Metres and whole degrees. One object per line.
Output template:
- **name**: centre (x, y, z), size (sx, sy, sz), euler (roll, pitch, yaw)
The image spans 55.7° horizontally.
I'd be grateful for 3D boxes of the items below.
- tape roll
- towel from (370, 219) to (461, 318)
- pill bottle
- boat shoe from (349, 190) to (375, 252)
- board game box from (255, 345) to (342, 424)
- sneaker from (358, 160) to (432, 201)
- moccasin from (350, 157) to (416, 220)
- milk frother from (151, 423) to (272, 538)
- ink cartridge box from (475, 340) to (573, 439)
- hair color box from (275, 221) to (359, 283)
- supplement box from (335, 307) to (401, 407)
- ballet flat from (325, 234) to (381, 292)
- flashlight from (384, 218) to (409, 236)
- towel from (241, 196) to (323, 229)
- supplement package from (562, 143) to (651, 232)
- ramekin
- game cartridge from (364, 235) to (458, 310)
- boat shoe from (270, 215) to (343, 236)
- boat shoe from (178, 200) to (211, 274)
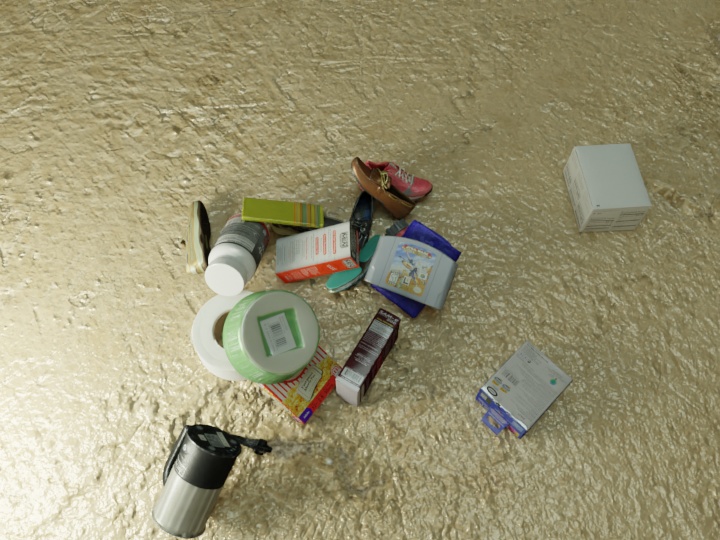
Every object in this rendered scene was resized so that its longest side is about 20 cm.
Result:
- **tape roll**: centre (-0.286, 0.149, 1.576), size (0.200, 0.071, 0.204), euler (1, 62, -1)
- **towel**: centre (0.128, -0.005, 1.633), size (0.147, 0.050, 0.201), euler (36, 94, 21)
- **pill bottle**: centre (-0.293, -0.038, 1.616), size (0.115, 0.117, 0.201), euler (10, 39, 4)
- **boat shoe**: centre (0.000, -0.118, 1.729), size (0.069, 0.066, 0.201), euler (14, 62, 7)
- **board game box**: centre (-0.154, 0.216, 1.510), size (0.200, 0.046, 0.152), euler (44, 66, -10)
- **sneaker**: centre (0.092, -0.239, 1.778), size (0.198, 0.087, 0.074), euler (9, 46, 3)
- **moccasin**: centre (0.058, -0.215, 1.727), size (0.201, 0.078, 0.074), euler (44, 29, -12)
- **milk frother**: centre (-0.298, 0.424, 1.399), size (0.199, 0.181, 0.189), euler (23, 98, -20)
- **ink cartridge box**: centre (0.353, 0.275, 1.520), size (0.200, 0.077, 0.136), euler (-40, 69, -22)
- **hair color box**: centre (-0.105, -0.043, 1.650), size (0.198, 0.061, 0.102), euler (-12, 60, 19)
- **supplement box**: centre (0.018, 0.196, 1.537), size (0.061, 0.109, 0.201), euler (27, 63, 13)
- **ballet flat**: centre (0.000, 0.000, 1.665), size (0.074, 0.074, 0.200), euler (42, 72, 19)
- **flashlight**: centre (0.143, -0.036, 1.694), size (0.068, 0.068, 0.200), euler (-40, 73, 6)
- **towel**: centre (-0.188, -0.140, 1.662), size (0.198, 0.018, 0.086), euler (5, 40, -10)
- **supplement package**: centre (0.638, -0.216, 1.774), size (0.154, 0.111, 0.202), euler (-4, 62, -3)
- **ramekin**: centre (-0.182, 0.136, 1.433), size (0.198, 0.098, 0.202), euler (5, 77, -23)
- **game cartridge**: centre (0.120, -0.003, 1.596), size (0.199, 0.042, 0.134), euler (20, 95, 15)
- **boat shoe**: centre (-0.133, -0.119, 1.713), size (0.198, 0.065, 0.074), euler (4, 48, 9)
- **boat shoe**: centre (-0.420, -0.084, 1.704), size (0.075, 0.072, 0.201), euler (-15, 60, 9)
